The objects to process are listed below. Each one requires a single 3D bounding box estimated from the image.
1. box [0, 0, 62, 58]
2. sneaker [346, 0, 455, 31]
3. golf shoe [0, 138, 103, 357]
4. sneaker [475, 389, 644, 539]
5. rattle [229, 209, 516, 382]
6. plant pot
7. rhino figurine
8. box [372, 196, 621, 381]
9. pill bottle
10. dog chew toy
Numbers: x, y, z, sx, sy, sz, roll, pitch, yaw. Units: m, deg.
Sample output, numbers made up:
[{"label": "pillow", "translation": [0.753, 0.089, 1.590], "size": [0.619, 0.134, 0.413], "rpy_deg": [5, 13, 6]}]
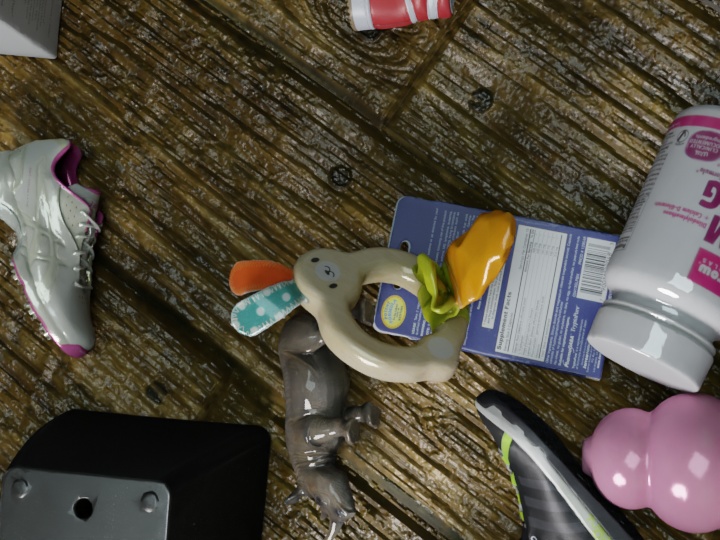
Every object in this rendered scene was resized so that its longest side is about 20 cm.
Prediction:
[{"label": "box", "translation": [-0.340, -0.286, 0.915], "size": [0.104, 0.200, 0.155], "rpy_deg": [6, 86, 7]}, {"label": "sneaker", "translation": [0.045, -0.314, 0.927], "size": [0.110, 0.071, 0.204], "rpy_deg": [0, 92, 12]}, {"label": "golf shoe", "translation": [-0.266, -0.026, 0.948], "size": [0.090, 0.075, 0.203], "rpy_deg": [-22, 83, 2]}, {"label": "sneaker", "translation": [0.149, 0.191, 0.867], "size": [0.083, 0.072, 0.201], "rpy_deg": [-43, 77, 12]}, {"label": "rattle", "translation": [0.000, 0.000, 0.821], "size": [0.197, 0.143, 0.132], "rpy_deg": [22, 63, -1]}, {"label": "plant pot", "translation": [-0.195, 0.226, 0.862], "size": [0.195, 0.177, 0.204], "rpy_deg": [4, 86, 9]}, {"label": "rhino figurine", "translation": [-0.030, 0.127, 0.902], "size": [0.086, 0.059, 0.204], "rpy_deg": [-5, 84, 36]}, {"label": "box", "translation": [0.117, 0.013, 0.907], "size": [0.196, 0.032, 0.123], "rpy_deg": [12, 87, 9]}, {"label": "pill bottle", "translation": [0.262, -0.016, 0.838], "size": [0.112, 0.113, 0.203], "rpy_deg": [25, 83, 9]}, {"label": "dog chew toy", "translation": [0.274, 0.151, 0.833], "size": [0.196, 0.124, 0.127], "rpy_deg": [0, 85, 16]}]
